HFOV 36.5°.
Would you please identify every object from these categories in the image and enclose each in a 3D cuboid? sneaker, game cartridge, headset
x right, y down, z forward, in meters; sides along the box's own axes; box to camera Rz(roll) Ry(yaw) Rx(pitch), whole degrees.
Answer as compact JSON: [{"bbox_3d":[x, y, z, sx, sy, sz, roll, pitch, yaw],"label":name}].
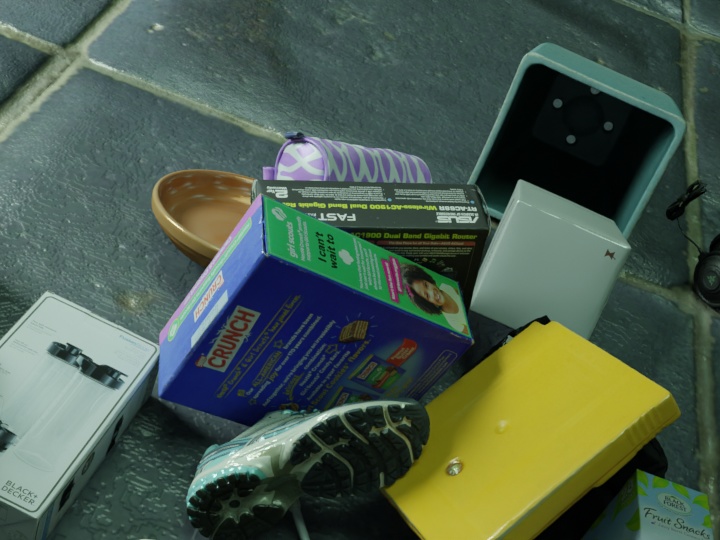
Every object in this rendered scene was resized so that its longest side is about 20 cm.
[{"bbox_3d":[-0.044,0.133,0.853,0.198,0.078,0.087,-20,28,4],"label":"sneaker"},{"bbox_3d":[0.114,0.129,0.828,0.199,0.033,0.176,-36,27,-9],"label":"game cartridge"},{"bbox_3d":[0.447,-0.014,1.296,0.200,0.094,0.123,43,41,8],"label":"headset"}]

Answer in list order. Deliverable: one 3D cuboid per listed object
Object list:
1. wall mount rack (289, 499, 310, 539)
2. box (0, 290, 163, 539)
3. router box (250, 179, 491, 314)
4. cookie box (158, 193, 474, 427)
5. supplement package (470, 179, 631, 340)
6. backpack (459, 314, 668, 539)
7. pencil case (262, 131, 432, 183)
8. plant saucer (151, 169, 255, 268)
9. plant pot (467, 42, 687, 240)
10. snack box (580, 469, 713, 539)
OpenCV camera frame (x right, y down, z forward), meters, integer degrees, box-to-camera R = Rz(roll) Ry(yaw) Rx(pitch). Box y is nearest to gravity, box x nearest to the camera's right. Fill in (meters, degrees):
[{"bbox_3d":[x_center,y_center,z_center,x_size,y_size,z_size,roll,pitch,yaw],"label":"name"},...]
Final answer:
[{"bbox_3d":[0.029,0.224,0.845,0.198,0.075,0.173,-2,14,-29],"label":"wall mount rack"},{"bbox_3d":[-0.249,0.114,0.847,0.116,0.060,0.201,24,39,3],"label":"box"},{"bbox_3d":[0.000,0.000,0.941,0.198,0.151,0.062,0,43,-10],"label":"router box"},{"bbox_3d":[-0.038,0.054,0.887,0.199,0.171,0.076,23,34,-28],"label":"cookie box"},{"bbox_3d":[0.187,-0.008,1.093,0.116,0.118,0.200,24,12,3],"label":"supplement package"},{"bbox_3d":[0.162,0.136,0.932,0.127,0.166,0.200,54,11,-27],"label":"backpack"},{"bbox_3d":[-0.008,-0.090,1.145,0.199,0.085,0.085,4,81,-50],"label":"pencil case"},{"bbox_3d":[-0.112,-0.039,1.079,0.198,0.038,0.201,18,25,-8],"label":"plant saucer"},{"bbox_3d":[0.261,-0.159,1.313,0.195,0.197,0.200,25,28,4],"label":"plant pot"},{"bbox_3d":[0.189,0.274,0.778,0.067,0.169,0.201,21,37,-5],"label":"snack box"}]
